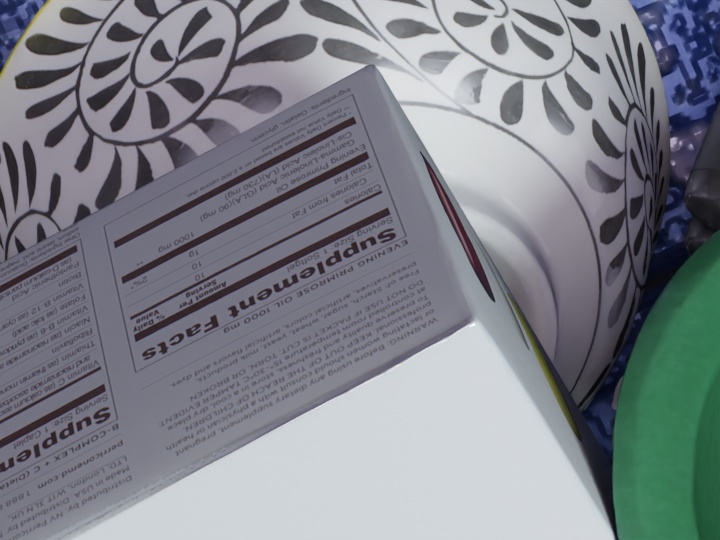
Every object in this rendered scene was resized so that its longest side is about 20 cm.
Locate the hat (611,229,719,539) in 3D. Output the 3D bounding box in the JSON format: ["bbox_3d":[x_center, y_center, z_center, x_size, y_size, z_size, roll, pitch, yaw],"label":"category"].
[{"bbox_3d":[0.124,0.092,0.737,0.200,0.176,0.166,32,63,-4],"label":"hat"}]

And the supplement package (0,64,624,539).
[{"bbox_3d":[-0.009,0.084,0.702,0.155,0.111,0.200,-28,126,6],"label":"supplement package"}]

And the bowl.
[{"bbox_3d":[0.000,0.000,0.778,0.200,0.094,0.201,-6,119,-11],"label":"bowl"}]

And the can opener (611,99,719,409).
[{"bbox_3d":[0.119,-0.016,0.813,0.066,0.053,0.201,15,66,11],"label":"can opener"}]
